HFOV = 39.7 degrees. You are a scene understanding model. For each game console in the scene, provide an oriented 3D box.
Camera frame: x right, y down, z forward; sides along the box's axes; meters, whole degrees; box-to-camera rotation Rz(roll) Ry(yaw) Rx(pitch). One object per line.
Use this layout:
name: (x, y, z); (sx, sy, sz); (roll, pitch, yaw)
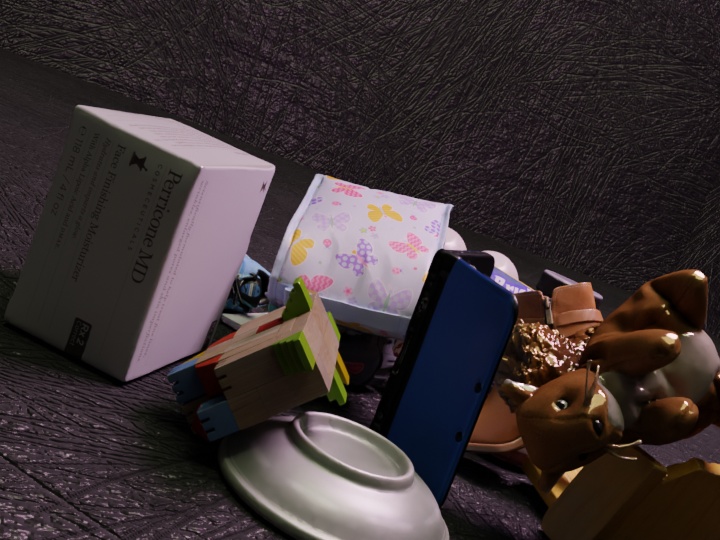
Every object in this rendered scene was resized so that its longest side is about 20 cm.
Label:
game console: (0.095, 0.094, 0.922); (0.117, 0.203, 0.170); (27, 13, 28)

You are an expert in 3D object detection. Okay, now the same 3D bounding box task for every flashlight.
flashlight: (-0.033, 0.097, 1.043); (0.067, 0.069, 0.199); (-13, -13, 26)

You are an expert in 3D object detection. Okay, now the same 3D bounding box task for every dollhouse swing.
dollhouse swing: (0.280, 0.199, 0.949); (0.197, 0.183, 0.177); (19, 31, -20)

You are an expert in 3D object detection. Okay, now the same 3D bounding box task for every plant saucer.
plant saucer: (-0.013, 0.159, 0.789); (0.197, 0.051, 0.200); (23, 10, -4)

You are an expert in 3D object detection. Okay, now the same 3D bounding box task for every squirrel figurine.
squirrel figurine: (0.193, 0.103, 0.827); (0.185, 0.143, 0.199); (-27, 10, -25)

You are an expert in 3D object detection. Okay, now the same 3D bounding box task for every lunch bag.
lunch bag: (0.000, 0.000, 1.053); (0.167, 0.129, 0.201); (12, 29, 4)

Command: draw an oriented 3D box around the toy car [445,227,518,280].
toy car: (0.116, 0.053, 1.378); (0.198, 0.177, 0.150); (28, 40, 24)

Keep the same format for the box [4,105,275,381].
box: (-0.194, -0.029, 0.919); (0.129, 0.202, 0.200); (24, 10, 10)

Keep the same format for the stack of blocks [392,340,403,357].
stack of blocks: (0.139, 0.114, 1.175); (0.199, 0.116, 0.058); (39, 0, -34)

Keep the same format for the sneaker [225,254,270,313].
sneaker: (-0.155, 0.008, 1.144); (0.089, 0.080, 0.199); (20, 8, 25)

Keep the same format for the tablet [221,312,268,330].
tablet: (-0.066, 0.080, 1.190); (0.129, 0.014, 0.199); (28, 11, 24)

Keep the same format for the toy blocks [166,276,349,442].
toy blocks: (-0.091, 0.082, 0.814); (0.200, 0.135, 0.101); (-82, 148, -80)

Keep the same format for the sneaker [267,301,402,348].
sneaker: (-0.015, 0.045, 1.175); (0.196, 0.079, 0.091); (8, 3, -13)

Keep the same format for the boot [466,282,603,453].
boot: (0.158, 0.101, 1.008); (0.196, 0.158, 0.074); (-11, -11, 10)

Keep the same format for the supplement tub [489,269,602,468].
supplement tub: (0.190, 0.105, 1.088); (0.106, 0.203, 0.107); (23, 9, -4)

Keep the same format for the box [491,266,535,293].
box: (0.195, 0.061, 1.269); (0.198, 0.064, 0.071); (29, 43, -28)
